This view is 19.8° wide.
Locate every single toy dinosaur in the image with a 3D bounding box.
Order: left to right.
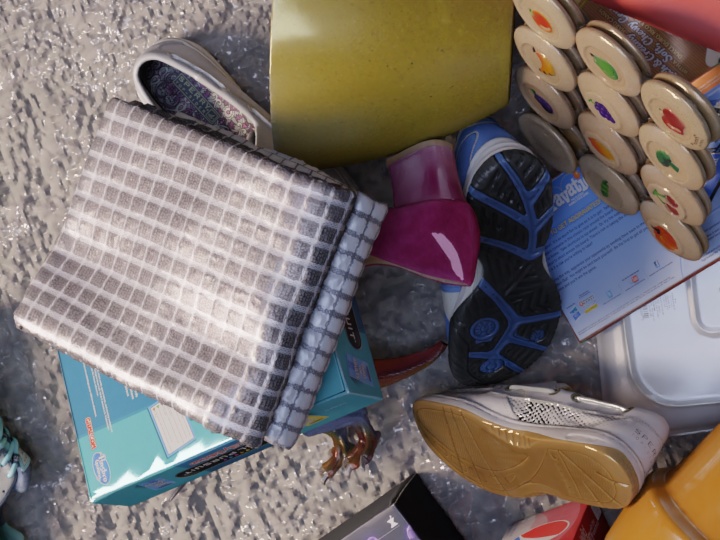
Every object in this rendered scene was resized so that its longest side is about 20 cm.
[{"bbox_3d":[-0.077,0.074,1.399,0.181,0.105,0.200,39,80,-12],"label":"toy dinosaur"}]

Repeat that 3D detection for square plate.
[{"bbox_3d":[0.246,0.011,1.349,0.197,0.028,0.201,-7,100,14],"label":"square plate"}]

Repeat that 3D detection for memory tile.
[{"bbox_3d":[0.148,-0.086,1.220,0.017,0.200,0.153,-44,68,-13],"label":"memory tile"}]

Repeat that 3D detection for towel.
[{"bbox_3d":[-0.101,-0.002,1.228,0.200,0.085,0.166,22,95,32],"label":"towel"}]

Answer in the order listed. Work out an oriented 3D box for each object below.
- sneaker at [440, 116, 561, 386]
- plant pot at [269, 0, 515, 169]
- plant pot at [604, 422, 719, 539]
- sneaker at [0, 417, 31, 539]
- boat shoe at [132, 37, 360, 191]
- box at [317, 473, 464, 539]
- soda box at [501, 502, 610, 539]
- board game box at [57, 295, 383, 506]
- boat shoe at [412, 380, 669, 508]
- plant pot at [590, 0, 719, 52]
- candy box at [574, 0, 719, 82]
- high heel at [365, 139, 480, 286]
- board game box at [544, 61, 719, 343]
[{"bbox_3d":[0.088,-0.011,1.354,0.075,0.077,0.201,-6,128,-15],"label":"sneaker"},{"bbox_3d":[0.026,-0.157,1.288,0.141,0.200,0.201,4,103,4],"label":"plant pot"},{"bbox_3d":[0.282,0.148,1.280,0.200,0.200,0.184,31,106,5],"label":"plant pot"},{"bbox_3d":[-0.278,0.125,1.485,0.086,0.078,0.201,1,109,1],"label":"sneaker"},{"bbox_3d":[-0.074,-0.079,1.385,0.072,0.069,0.200,-40,92,16],"label":"boat shoe"},{"bbox_3d":[-0.005,0.258,1.437,0.200,0.079,0.141,-37,89,18],"label":"box"},{"bbox_3d":[0.120,0.210,1.330,0.070,0.200,0.064,-23,94,16],"label":"soda box"},{"bbox_3d":[-0.097,0.044,1.299,0.199,0.047,0.152,-24,70,25],"label":"board game box"},{"bbox_3d":[0.120,0.106,1.359,0.200,0.069,0.071,11,133,47],"label":"boat shoe"},{"bbox_3d":[0.208,-0.217,1.182,0.177,0.201,0.201,30,107,-7],"label":"plant pot"},{"bbox_3d":[0.183,-0.207,1.303,0.115,0.055,0.200,-38,92,18],"label":"candy box"},{"bbox_3d":[0.000,0.000,1.315,0.200,0.067,0.096,-28,60,37],"label":"high heel"},{"bbox_3d":[0.186,-0.041,1.308,0.200,0.019,0.103,-35,82,42],"label":"board game box"}]
